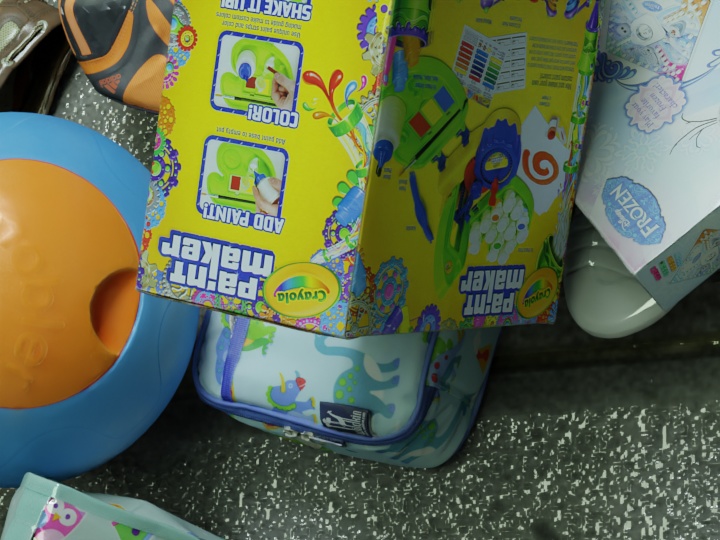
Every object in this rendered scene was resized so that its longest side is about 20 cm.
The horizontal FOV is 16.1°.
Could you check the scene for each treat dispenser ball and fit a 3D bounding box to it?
[{"bbox_3d":[-0.187,0.016,1.360,0.200,0.201,0.201,-8,72,25],"label":"treat dispenser ball"}]

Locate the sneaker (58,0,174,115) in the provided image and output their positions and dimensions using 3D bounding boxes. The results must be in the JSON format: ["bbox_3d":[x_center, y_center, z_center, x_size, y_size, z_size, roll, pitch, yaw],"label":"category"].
[{"bbox_3d":[-0.070,-0.150,1.461,0.199,0.078,0.112,-14,110,-4],"label":"sneaker"}]

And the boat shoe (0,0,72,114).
[{"bbox_3d":[-0.226,-0.071,1.512,0.075,0.075,0.203,15,82,29],"label":"boat shoe"}]

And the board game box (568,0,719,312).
[{"bbox_3d":[0.176,-0.109,1.290,0.199,0.043,0.200,-38,46,5],"label":"board game box"}]

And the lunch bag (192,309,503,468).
[{"bbox_3d":[0.000,0.000,1.376,0.160,0.082,0.201,13,81,32],"label":"lunch bag"}]

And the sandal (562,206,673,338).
[{"bbox_3d":[0.165,-0.050,1.323,0.082,0.050,0.203,3,63,35],"label":"sandal"}]

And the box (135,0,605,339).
[{"bbox_3d":[0.011,-0.074,1.201,0.122,0.200,0.193,12,96,31],"label":"box"}]

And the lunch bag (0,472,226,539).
[{"bbox_3d":[-0.137,0.202,1.317,0.122,0.200,0.171,18,83,30],"label":"lunch bag"}]
